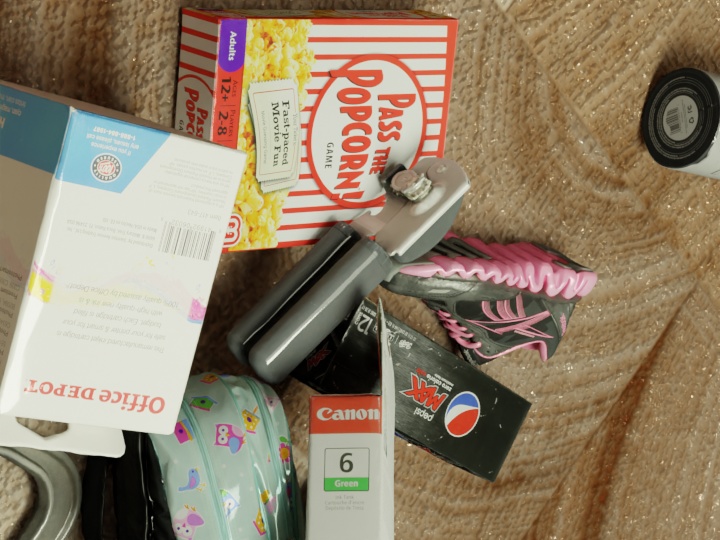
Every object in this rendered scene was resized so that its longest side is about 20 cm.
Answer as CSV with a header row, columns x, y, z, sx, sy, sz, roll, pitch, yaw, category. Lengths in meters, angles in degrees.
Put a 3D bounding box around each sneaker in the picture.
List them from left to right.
x,y,z,sx,sy,sz,roll,pitch,yaw,category
0.085,0.026,1.450,0.199,0.079,0.096,8,110,-40,sneaker

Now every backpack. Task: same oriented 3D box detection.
x,y,z,sx,sy,sz,roll,pitch,yaw,category
-0.100,0.167,1.282,0.126,0.167,0.202,-12,96,-27,backpack

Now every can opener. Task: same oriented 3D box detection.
x,y,z,sx,sy,sz,roll,pitch,yaw,category
0.000,0.000,1.316,0.200,0.053,0.067,-42,132,-16,can opener

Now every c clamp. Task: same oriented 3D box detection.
x,y,z,sx,sy,sz,roll,pitch,yaw,category
-0.262,0.175,1.228,0.200,0.027,0.171,-53,130,-13,c clamp

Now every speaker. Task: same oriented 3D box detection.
x,y,z,sx,sy,sz,roll,pitch,yaw,category
0.317,-0.105,1.591,0.199,0.081,0.082,8,99,-41,speaker

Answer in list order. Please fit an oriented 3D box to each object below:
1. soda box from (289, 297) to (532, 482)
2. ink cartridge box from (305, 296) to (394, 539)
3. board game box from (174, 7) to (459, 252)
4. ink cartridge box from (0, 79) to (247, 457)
x,y,z,sx,sy,sz,roll,pitch,yaw,category
0.031,0.080,1.419,0.200,0.063,0.071,32,83,-40,soda box
-0.006,0.130,1.275,0.109,0.050,0.201,79,10,-65,ink cartridge box
-0.030,-0.095,1.324,0.199,0.046,0.153,-7,108,-39,board game box
-0.174,0.003,1.181,0.128,0.125,0.201,13,95,-41,ink cartridge box
